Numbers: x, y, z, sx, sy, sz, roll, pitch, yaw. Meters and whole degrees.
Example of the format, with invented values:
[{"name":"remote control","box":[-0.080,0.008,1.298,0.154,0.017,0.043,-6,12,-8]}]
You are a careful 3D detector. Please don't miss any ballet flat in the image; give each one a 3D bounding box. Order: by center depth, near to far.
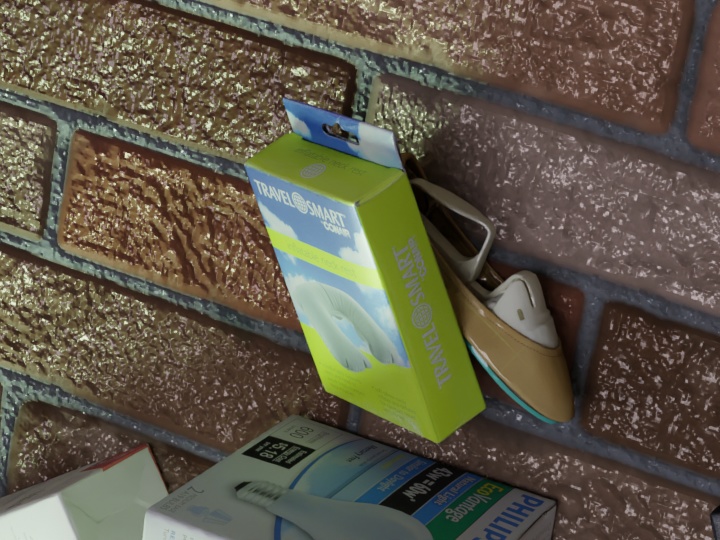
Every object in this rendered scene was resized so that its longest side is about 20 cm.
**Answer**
[{"name":"ballet flat","box":[0.073,0.008,1.461,0.200,0.069,0.063,45,113,10]}]

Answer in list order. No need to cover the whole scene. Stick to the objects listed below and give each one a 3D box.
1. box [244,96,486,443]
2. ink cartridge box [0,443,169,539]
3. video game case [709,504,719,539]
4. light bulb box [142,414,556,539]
[{"name":"box","box":[0.000,0.000,1.446,0.122,0.048,0.201,21,138,50]},{"name":"ink cartridge box","box":[-0.239,0.194,1.643,0.199,0.116,0.068,-22,93,31]},{"name":"video game case","box":[0.316,0.230,1.414,0.180,0.025,0.201,-9,98,29]},{"name":"light bulb box","box":[-0.009,0.202,1.477,0.199,0.198,0.126,16,112,22]}]
